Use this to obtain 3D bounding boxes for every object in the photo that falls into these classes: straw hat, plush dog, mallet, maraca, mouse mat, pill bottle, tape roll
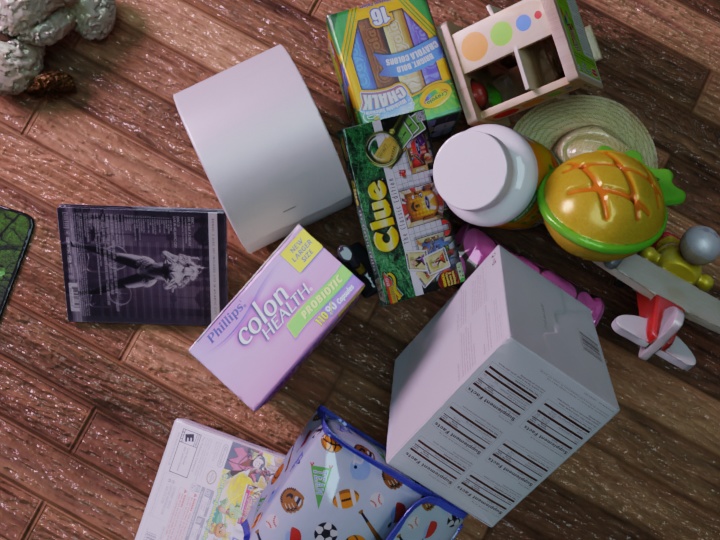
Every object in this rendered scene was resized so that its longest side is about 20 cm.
[{"bbox_3d":[0.284,-0.137,1.089,0.199,0.085,0.204,0,84,-1],"label":"straw hat"},{"bbox_3d":[-0.422,-0.297,1.072,0.198,0.161,0.173,24,107,1],"label":"plush dog"},{"bbox_3d":[0.000,0.000,1.013,0.041,0.200,0.066,-39,89,1],"label":"mallet"},{"bbox_3d":[0.273,-0.080,0.957,0.137,0.108,0.199,39,49,21],"label":"maraca"},{"bbox_3d":[-0.523,-0.022,1.099,0.198,0.008,0.163,18,84,2],"label":"mouse mat"},{"bbox_3d":[0.155,-0.104,0.998,0.110,0.200,0.112,0,91,26],"label":"pill bottle"},{"bbox_3d":[-0.112,-0.139,1.023,0.138,0.203,0.204,-25,85,-4],"label":"tape roll"}]

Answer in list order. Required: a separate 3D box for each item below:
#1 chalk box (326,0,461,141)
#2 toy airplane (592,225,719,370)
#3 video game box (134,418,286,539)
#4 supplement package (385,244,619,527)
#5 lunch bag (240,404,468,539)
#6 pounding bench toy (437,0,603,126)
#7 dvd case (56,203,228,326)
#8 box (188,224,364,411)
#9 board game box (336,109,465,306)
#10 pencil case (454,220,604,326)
[{"bbox_3d":[0.043,-0.211,1.072,0.123,0.125,0.202,-16,84,-3],"label":"chalk box"},{"bbox_3d":[0.357,0.013,1.006,0.198,0.200,0.142,4,128,-36],"label":"toy airplane"},{"bbox_3d":[-0.163,0.298,1.040,0.180,0.047,0.202,17,84,15],"label":"video game box"},{"bbox_3d":[0.146,0.123,0.959,0.146,0.192,0.200,33,117,-12],"label":"supplement package"},{"bbox_3d":[-0.004,0.275,0.954,0.199,0.124,0.171,35,92,-9],"label":"lunch bag"},{"bbox_3d":[0.202,-0.255,1.088,0.155,0.199,0.126,-19,86,29],"label":"pounding bench toy"},{"bbox_3d":[-0.259,-0.005,1.066,0.198,0.016,0.150,2,112,0],"label":"dvd case"},{"bbox_3d":[-0.088,0.058,1.004,0.097,0.200,0.176,41,84,3],"label":"box"},{"bbox_3d":[0.047,-0.071,0.991,0.104,0.023,0.202,-17,96,-16],"label":"board game box"},{"bbox_3d":[0.191,0.018,1.070,0.199,0.094,0.091,32,85,0],"label":"pencil case"}]
